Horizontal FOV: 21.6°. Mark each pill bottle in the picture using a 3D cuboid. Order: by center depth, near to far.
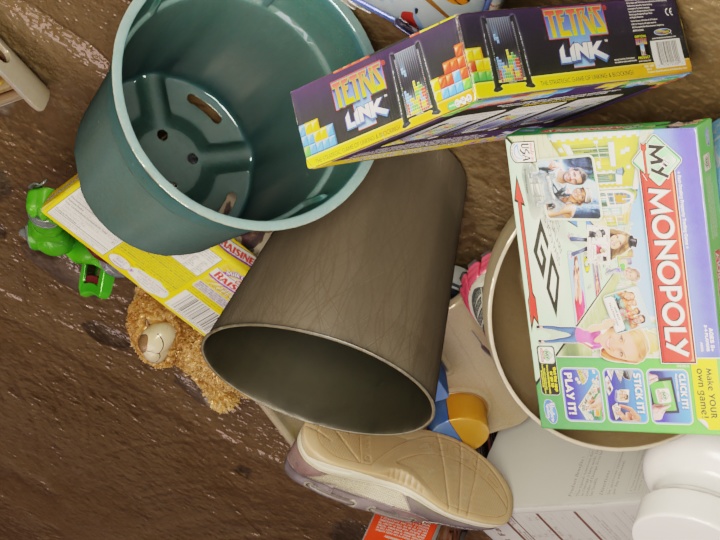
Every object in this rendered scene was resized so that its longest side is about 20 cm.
[{"bbox_3d":[0.274,0.123,1.384,0.115,0.201,0.116,19,148,12],"label":"pill bottle"}]

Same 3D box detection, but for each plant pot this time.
[{"bbox_3d":[0.173,0.012,1.343,0.200,0.201,0.134,36,-175,-14],"label":"plant pot"},{"bbox_3d":[-0.113,-0.103,1.372,0.200,0.201,0.196,35,155,-13],"label":"plant pot"}]

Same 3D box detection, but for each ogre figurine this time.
[{"bbox_3d":[-0.209,-0.028,1.618,0.199,0.099,0.120,-7,175,-36],"label":"ogre figurine"}]

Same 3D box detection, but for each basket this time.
[{"bbox_3d":[0.000,0.000,1.404,0.179,0.201,0.136,12,149,16],"label":"basket"}]

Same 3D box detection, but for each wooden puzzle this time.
[{"bbox_3d":[0.031,0.111,1.561,0.199,0.046,0.186,-21,139,10],"label":"wooden puzzle"}]

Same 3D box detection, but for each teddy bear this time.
[{"bbox_3d":[-0.129,0.078,1.749,0.199,0.067,0.145,30,146,-6],"label":"teddy bear"}]

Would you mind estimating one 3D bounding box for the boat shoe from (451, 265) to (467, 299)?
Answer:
[{"bbox_3d":[0.024,0.057,1.580,0.071,0.091,0.200,44,145,-25],"label":"boat shoe"}]

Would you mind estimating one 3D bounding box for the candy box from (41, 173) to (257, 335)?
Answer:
[{"bbox_3d":[-0.151,-0.014,1.518,0.200,0.027,0.102,39,136,-21],"label":"candy box"}]

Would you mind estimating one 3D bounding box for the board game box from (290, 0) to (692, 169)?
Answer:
[{"bbox_3d":[0.083,-0.120,1.196,0.165,0.199,0.057,-16,86,49],"label":"board game box"}]

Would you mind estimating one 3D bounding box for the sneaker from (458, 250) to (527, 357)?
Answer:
[{"bbox_3d":[0.144,0.070,1.489,0.080,0.075,0.200,-36,130,11],"label":"sneaker"}]

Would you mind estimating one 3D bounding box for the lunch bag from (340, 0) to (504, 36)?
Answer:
[{"bbox_3d":[0.032,-0.232,1.176,0.160,0.076,0.200,28,147,3],"label":"lunch bag"}]

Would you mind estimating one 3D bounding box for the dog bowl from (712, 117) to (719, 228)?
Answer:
[{"bbox_3d":[0.267,-0.013,1.246,0.049,0.111,0.201,10,117,51],"label":"dog bowl"}]

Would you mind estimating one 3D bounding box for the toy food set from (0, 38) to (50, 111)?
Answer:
[{"bbox_3d":[-0.366,-0.166,1.579,0.199,0.061,0.144,-10,132,45],"label":"toy food set"}]

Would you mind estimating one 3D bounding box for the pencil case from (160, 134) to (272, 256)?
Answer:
[{"bbox_3d":[-0.110,-0.034,1.559,0.089,0.078,0.200,-36,116,26],"label":"pencil case"}]

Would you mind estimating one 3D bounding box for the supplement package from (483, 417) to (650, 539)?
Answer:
[{"bbox_3d":[0.210,0.185,1.601,0.199,0.117,0.117,-10,135,45],"label":"supplement package"}]

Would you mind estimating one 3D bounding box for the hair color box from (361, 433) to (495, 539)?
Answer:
[{"bbox_3d":[0.060,0.211,1.671,0.061,0.201,0.102,14,147,20],"label":"hair color box"}]

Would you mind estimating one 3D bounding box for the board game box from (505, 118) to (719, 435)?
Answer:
[{"bbox_3d":[0.170,0.006,1.218,0.134,0.029,0.201,-1,105,33],"label":"board game box"}]

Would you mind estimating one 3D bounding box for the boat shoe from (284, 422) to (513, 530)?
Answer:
[{"bbox_3d":[0.031,0.171,1.551,0.199,0.072,0.065,19,140,-22],"label":"boat shoe"}]
